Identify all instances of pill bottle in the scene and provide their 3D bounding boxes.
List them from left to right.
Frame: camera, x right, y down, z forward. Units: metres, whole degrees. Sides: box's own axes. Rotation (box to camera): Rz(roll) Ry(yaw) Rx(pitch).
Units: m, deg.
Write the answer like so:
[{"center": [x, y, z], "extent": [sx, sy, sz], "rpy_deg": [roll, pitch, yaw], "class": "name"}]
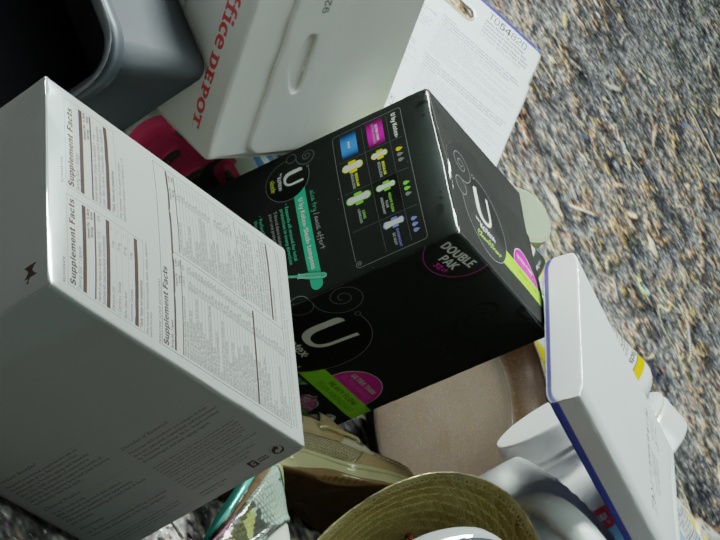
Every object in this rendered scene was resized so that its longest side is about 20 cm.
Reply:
[{"center": [0.156, 0.083, 1.765], "extent": [0.200, 0.114, 0.114], "rpy_deg": [46, 28, -8], "class": "pill bottle"}, {"center": [0.184, 0.191, 1.641], "extent": [0.200, 0.109, 0.109], "rpy_deg": [59, 25, -6], "class": "pill bottle"}]

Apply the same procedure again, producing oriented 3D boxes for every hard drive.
[{"center": [0.169, 0.103, 1.499], "extent": [0.132, 0.025, 0.200], "rpy_deg": [-86, 153, -47], "class": "hard drive"}]

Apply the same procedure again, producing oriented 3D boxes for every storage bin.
[{"center": [-0.193, -0.171, 1.394], "extent": [0.134, 0.145, 0.200], "rpy_deg": [7, 57, -59], "class": "storage bin"}]

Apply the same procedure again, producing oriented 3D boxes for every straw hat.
[{"center": [0.012, 0.205, 1.426], "extent": [0.201, 0.201, 0.085], "rpy_deg": [42, -10, -32], "class": "straw hat"}]

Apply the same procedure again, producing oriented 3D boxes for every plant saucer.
[{"center": [0.067, 0.105, 1.639], "extent": [0.200, 0.032, 0.201], "rpy_deg": [11, 75, -47], "class": "plant saucer"}]

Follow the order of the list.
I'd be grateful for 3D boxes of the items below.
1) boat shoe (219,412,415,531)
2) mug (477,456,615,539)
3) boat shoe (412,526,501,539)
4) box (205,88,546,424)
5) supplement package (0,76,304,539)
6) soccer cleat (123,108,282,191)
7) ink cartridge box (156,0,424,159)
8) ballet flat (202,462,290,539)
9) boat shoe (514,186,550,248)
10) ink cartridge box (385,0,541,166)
[{"center": [-0.028, 0.123, 1.472], "extent": [0.200, 0.071, 0.065], "rpy_deg": [23, 44, -49], "class": "boat shoe"}, {"center": [0.123, 0.216, 1.515], "extent": [0.147, 0.200, 0.176], "rpy_deg": [-27, 79, -25], "class": "mug"}, {"center": [0.019, 0.218, 1.338], "extent": [0.200, 0.070, 0.071], "rpy_deg": [-22, 115, -28], "class": "boat shoe"}, {"center": [0.000, 0.000, 1.479], "extent": [0.149, 0.200, 0.125], "rpy_deg": [45, 27, -49], "class": "box"}, {"center": [-0.155, 0.030, 1.244], "extent": [0.200, 0.152, 0.151], "rpy_deg": [36, 34, -39], "class": "supplement package"}, {"center": [-0.105, -0.074, 1.560], "extent": [0.200, 0.070, 0.086], "rpy_deg": [31, 22, -49], "class": "soccer cleat"}, {"center": [-0.079, -0.189, 1.490], "extent": [0.144, 0.148, 0.200], "rpy_deg": [-8, 41, -39], "class": "ink cartridge box"}, {"center": [-0.078, 0.181, 1.303], "extent": [0.071, 0.069, 0.200], "rpy_deg": [36, 32, 5], "class": "ballet flat"}, {"center": [0.057, -0.041, 1.796], "extent": [0.200, 0.071, 0.070], "rpy_deg": [14, 53, -31], "class": "boat shoe"}, {"center": [0.041, -0.167, 1.785], "extent": [0.199, 0.041, 0.200], "rpy_deg": [40, 44, -14], "class": "ink cartridge box"}]
